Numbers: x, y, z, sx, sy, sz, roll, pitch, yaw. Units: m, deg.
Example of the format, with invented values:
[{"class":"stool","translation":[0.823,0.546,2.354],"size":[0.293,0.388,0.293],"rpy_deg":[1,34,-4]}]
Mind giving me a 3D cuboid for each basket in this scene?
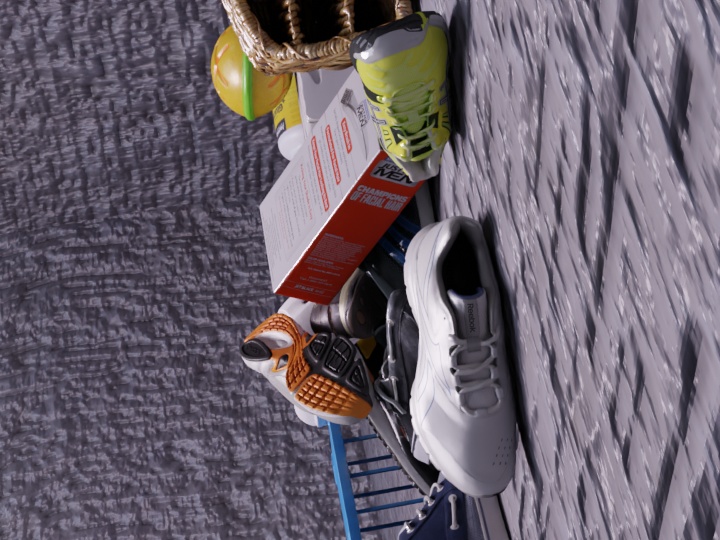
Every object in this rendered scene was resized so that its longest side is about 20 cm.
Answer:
[{"class":"basket","translation":[-0.049,-0.278,1.203],"size":[0.149,0.141,0.202],"rpy_deg":[172,90,-76]}]

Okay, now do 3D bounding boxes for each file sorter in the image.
[{"class":"file sorter","translation":[0.037,0.260,1.609],"size":[0.139,0.121,0.201],"rpy_deg":[84,175,-51]}]

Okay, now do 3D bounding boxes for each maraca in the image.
[{"class":"maraca","translation":[-0.140,-0.267,1.846],"size":[0.200,0.106,0.139],"rpy_deg":[-83,-2,-83]}]

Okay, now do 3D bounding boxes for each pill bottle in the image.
[{"class":"pill bottle","translation":[-0.091,-0.254,2.387],"size":[0.112,0.111,0.202],"rpy_deg":[88,171,-66]}]

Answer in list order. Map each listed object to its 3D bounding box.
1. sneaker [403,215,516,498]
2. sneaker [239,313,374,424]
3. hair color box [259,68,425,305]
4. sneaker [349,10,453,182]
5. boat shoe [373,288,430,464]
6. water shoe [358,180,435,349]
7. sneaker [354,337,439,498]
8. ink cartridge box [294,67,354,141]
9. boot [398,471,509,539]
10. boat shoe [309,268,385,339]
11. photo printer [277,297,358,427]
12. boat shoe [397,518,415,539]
[{"class":"sneaker","translation":[0.069,0.057,0.976],"size":[0.087,0.074,0.202],"rpy_deg":[115,145,-75]},{"class":"sneaker","translation":[-0.032,0.105,1.325],"size":[0.092,0.076,0.200],"rpy_deg":[50,169,-31]},{"class":"hair color box","translation":[-0.015,-0.075,1.269],"size":[0.200,0.063,0.112],"rpy_deg":[-52,37,40]},{"class":"sneaker","translation":[0.041,-0.126,1.023],"size":[0.200,0.075,0.077],"rpy_deg":[53,-162,-75]},{"class":"boat shoe","translation":[0.046,0.094,1.244],"size":[0.200,0.068,0.074],"rpy_deg":[86,-154,-51]},{"class":"water shoe","translation":[0.030,-0.026,1.293],"size":[0.072,0.078,0.202],"rpy_deg":[-147,48,-85]},{"class":"sneaker","translation":[0.060,0.142,1.374],"size":[0.201,0.090,0.070],"rpy_deg":[54,-177,14]},{"class":"ink cartridge box","translation":[-0.040,-0.237,1.831],"size":[0.200,0.083,0.146],"rpy_deg":[96,165,-80]},{"class":"boot","translation":[0.070,0.206,1.183],"size":[0.201,0.089,0.073],"rpy_deg":[-104,5,-51]},{"class":"boat shoe","translation":[0.000,0.000,1.405],"size":[0.075,0.073,0.200],"rpy_deg":[69,-152,-21]},{"class":"photo printer","translation":[-0.014,0.070,1.628],"size":[0.069,0.166,0.201],"rpy_deg":[43,154,34]},{"class":"boat shoe","translation":[0.084,0.322,1.408],"size":[0.203,0.074,0.087],"rpy_deg":[78,178,-52]}]
